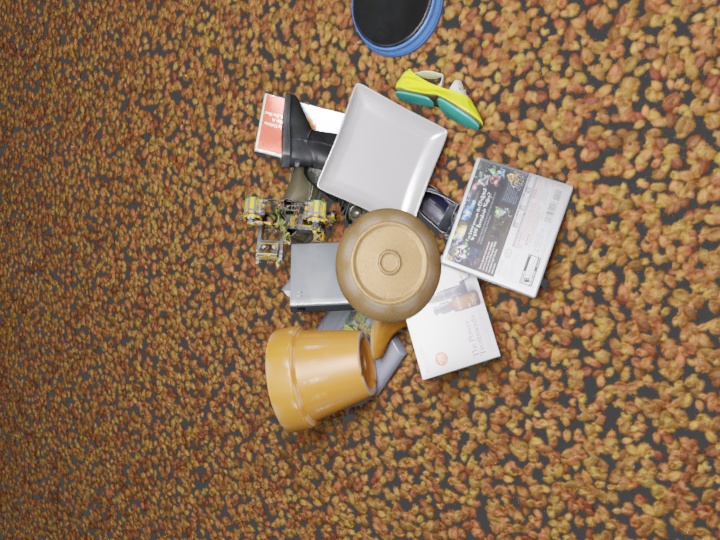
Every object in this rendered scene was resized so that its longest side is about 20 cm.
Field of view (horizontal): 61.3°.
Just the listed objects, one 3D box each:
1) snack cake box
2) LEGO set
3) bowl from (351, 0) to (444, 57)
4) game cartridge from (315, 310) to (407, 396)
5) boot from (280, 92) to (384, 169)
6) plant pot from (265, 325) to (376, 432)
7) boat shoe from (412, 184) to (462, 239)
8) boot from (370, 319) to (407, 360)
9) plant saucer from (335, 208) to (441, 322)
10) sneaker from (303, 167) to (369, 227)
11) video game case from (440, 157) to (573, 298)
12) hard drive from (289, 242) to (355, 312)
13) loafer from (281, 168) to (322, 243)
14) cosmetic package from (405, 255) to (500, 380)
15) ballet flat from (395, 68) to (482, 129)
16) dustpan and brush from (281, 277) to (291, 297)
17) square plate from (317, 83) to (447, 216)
[{"bbox_3d":[-0.109,-0.279,1.242,0.193,0.067,0.119,14,103,0],"label":"snack cake box"},{"bbox_3d":[-0.146,-0.067,1.216,0.192,0.154,0.120,5,78,-4],"label":"LEGO set"},{"bbox_3d":[0.067,-0.526,1.181,0.195,0.039,0.209,3,95,30],"label":"bowl"},{"bbox_3d":[0.000,0.146,1.279,0.199,0.041,0.135,41,109,21],"label":"game cartridge"},{"bbox_3d":[-0.054,-0.257,1.168,0.193,0.066,0.170,3,64,-11],"label":"boot"},{"bbox_3d":[-0.068,0.201,1.207,0.177,0.200,0.208,-13,88,13],"label":"plant pot"},{"bbox_3d":[0.174,-0.094,1.142,0.199,0.062,0.076,39,110,20],"label":"boat shoe"},{"bbox_3d":[0.100,0.086,1.178,0.139,0.071,0.209,12,93,16],"label":"boot"},{"bbox_3d":[0.051,-0.013,1.082,0.192,0.035,0.208,0,84,-1],"label":"plant saucer"},{"bbox_3d":[-0.028,-0.150,1.182,0.197,0.115,0.077,35,111,-8],"label":"sneaker"},{"bbox_3d":[0.257,-0.078,1.073,0.177,0.023,0.206,20,88,19],"label":"video game case"},{"bbox_3d":[-0.035,0.010,1.144,0.192,0.033,0.143,-2,53,-2],"label":"hard drive"},{"bbox_3d":[-0.127,-0.160,1.307,0.073,0.069,0.208,7,98,29],"label":"loafer"},{"bbox_3d":[0.155,0.080,1.113,0.146,0.052,0.207,-17,78,6],"label":"cosmetic package"},{"bbox_3d":[0.153,-0.330,1.137,0.197,0.067,0.068,29,87,27],"label":"ballet flat"},{"bbox_3d":[-0.052,0.036,1.262,0.193,0.140,0.059,-6,107,12],"label":"dustpan and brush"},{"bbox_3d":[0.041,-0.206,1.119,0.195,0.028,0.204,23,90,-13],"label":"square plate"}]
